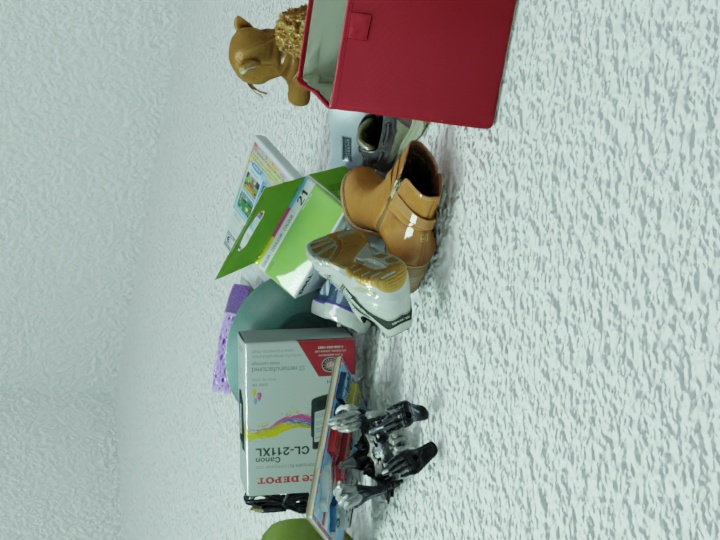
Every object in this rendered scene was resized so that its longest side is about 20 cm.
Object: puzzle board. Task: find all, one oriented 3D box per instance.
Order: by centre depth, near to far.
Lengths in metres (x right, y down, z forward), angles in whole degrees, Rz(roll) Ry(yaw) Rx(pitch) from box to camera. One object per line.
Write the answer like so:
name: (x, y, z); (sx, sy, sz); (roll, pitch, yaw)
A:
puzzle board: (-0.022, 0.225, 1.630); (0.151, 0.017, 0.201); (64, -147, -59)

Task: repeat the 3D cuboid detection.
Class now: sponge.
sponge: (-0.178, 0.092, 1.877); (0.200, 0.030, 0.112); (-94, 13, -80)

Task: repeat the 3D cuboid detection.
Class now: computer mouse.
computer mouse: (-0.087, 0.269, 1.888); (0.201, 0.109, 0.044); (-61, 35, 36)

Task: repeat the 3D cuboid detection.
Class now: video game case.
video game case: (-0.126, -0.064, 1.900); (0.200, 0.024, 0.183); (48, 126, 45)

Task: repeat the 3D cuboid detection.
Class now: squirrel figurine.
squirrel figurine: (-0.083, -0.313, 1.859); (0.200, 0.185, 0.142); (126, 146, -60)

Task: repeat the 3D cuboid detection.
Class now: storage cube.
storage cube: (0.047, -0.260, 1.418); (0.171, 0.179, 0.201); (-130, 48, -67)

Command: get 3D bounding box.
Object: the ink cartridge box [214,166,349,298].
ink cartridge box: (-0.077, -0.040, 1.696); (0.148, 0.076, 0.200); (-58, -16, 25)

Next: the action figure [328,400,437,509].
action figure: (0.012, 0.205, 1.542); (0.200, 0.101, 0.120); (136, 124, -64)

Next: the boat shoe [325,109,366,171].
boat shoe: (-0.006, -0.157, 1.788); (0.065, 0.073, 0.201); (-54, -20, -49)

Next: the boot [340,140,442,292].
boot: (0.037, -0.092, 1.562); (0.156, 0.076, 0.201); (103, 157, -45)

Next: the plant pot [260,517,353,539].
plant pot: (-0.073, 0.417, 1.669); (0.200, 0.199, 0.191); (114, 168, -48)

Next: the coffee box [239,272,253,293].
coffee box: (-0.121, 0.051, 2.017); (0.080, 0.112, 0.201); (-154, 69, -70)

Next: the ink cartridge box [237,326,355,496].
ink cartridge box: (-0.081, 0.180, 1.735); (0.083, 0.145, 0.201); (-143, 52, -76)

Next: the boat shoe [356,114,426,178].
boat shoe: (0.026, -0.164, 1.660); (0.200, 0.064, 0.072); (128, 142, -63)

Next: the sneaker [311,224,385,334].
sneaker: (0.000, 0.000, 1.718); (0.200, 0.080, 0.147); (171, 121, -86)

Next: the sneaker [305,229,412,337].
sneaker: (-0.003, 0.016, 1.547); (0.200, 0.075, 0.088); (40, 149, 60)

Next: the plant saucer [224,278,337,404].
plant saucer: (-0.092, 0.107, 1.813); (0.039, 0.200, 0.202); (11, 97, 44)
